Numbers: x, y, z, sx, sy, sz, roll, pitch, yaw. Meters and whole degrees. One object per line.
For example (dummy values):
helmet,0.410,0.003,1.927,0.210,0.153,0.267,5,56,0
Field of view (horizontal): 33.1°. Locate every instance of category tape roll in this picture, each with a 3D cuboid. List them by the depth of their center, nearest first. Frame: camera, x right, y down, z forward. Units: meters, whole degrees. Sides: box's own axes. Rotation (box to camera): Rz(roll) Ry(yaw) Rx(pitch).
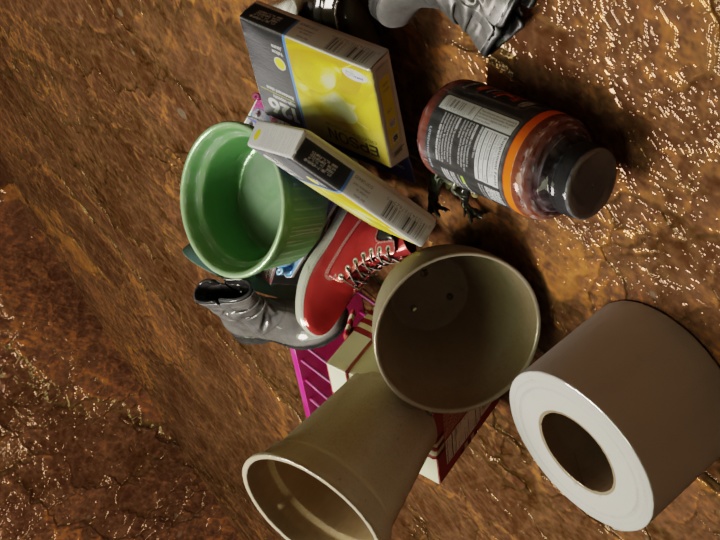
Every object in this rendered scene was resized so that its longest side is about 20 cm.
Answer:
tape roll,0.274,0.152,1.276,0.203,0.139,0.203,43,153,28

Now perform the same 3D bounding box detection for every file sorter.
file sorter,-0.005,0.152,1.821,0.125,0.139,0.201,34,149,34

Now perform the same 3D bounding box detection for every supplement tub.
supplement tub,0.155,-0.115,1.192,0.200,0.107,0.107,30,147,44

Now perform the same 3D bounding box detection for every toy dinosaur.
toy dinosaur,0.099,-0.101,1.403,0.200,0.047,0.089,27,141,56

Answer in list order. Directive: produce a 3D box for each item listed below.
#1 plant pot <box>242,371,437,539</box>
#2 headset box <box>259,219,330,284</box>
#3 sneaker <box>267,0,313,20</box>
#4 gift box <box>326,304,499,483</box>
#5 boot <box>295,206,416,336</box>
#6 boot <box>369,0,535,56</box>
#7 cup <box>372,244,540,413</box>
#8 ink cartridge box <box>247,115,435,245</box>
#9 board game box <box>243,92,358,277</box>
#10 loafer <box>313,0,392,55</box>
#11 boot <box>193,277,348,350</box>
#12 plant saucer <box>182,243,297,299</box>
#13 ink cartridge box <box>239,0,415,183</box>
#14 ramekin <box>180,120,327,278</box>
plant pot,-0.008,0.227,1.446,0.200,0.184,0.201,26,144,21
headset box,-0.126,-0.080,1.732,0.200,0.077,0.150,36,114,41
sneaker,-0.050,-0.240,1.462,0.201,0.078,0.099,59,153,-12
gift box,0.072,0.140,1.607,0.186,0.200,0.185,22,139,26
boot,0.000,0.000,1.551,0.072,0.201,0.144,29,173,-37
boot,0.086,-0.256,1.172,0.132,0.070,0.200,50,159,3
cup,0.099,0.049,1.451,0.143,0.199,0.201,-119,5,-66
ink cartridge box,-0.034,-0.109,1.434,0.197,0.047,0.200,31,176,-26
board game box,-0.114,-0.127,1.642,0.200,0.026,0.201,47,120,27
loafer,0.005,-0.255,1.356,0.071,0.073,0.201,26,149,32
boot,-0.128,0.056,1.704,0.199,0.070,0.132,-8,148,23
plant saucer,-0.168,-0.011,1.822,0.200,0.199,0.036,31,103,43
ink cartridge box,-0.037,-0.191,1.377,0.197,0.047,0.201,26,146,31
ramekin,-0.135,-0.093,1.577,0.199,0.097,0.202,6,99,42
